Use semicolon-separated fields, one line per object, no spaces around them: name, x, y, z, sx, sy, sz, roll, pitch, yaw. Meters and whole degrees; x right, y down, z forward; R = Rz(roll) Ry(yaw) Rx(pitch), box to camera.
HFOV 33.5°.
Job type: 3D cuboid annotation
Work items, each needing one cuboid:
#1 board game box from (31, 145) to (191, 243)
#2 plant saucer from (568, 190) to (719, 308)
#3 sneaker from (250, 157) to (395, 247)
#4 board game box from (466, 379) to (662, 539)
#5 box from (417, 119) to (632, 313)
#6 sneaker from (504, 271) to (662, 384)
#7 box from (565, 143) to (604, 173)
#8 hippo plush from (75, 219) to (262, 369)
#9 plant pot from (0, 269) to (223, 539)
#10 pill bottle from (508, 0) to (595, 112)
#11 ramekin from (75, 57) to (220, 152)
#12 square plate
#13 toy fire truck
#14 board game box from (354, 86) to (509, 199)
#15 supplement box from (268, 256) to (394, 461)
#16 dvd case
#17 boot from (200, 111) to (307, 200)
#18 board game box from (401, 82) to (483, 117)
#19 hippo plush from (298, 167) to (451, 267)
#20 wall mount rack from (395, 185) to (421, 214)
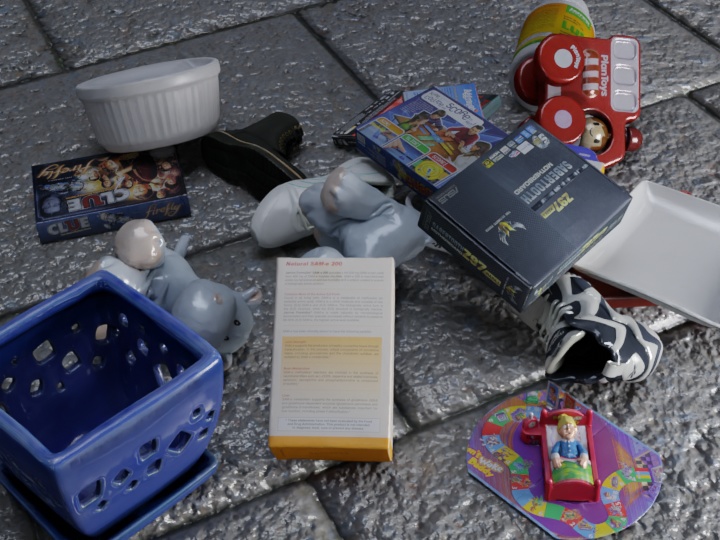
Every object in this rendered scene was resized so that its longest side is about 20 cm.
board game box;-0.334;-0.107;1.595;0.197;0.035;0.136;-12;41;-10
plant saucer;0.322;-0.020;1.446;0.196;0.037;0.201;-3;39;1
sneaker;-0.046;-0.084;1.499;0.199;0.071;0.080;-27;26;-16
board game box;0.204;0.180;1.207;0.157;0.039;0.199;-31;47;-30
box;0.185;-0.066;1.336;0.157;0.051;0.199;42;57;18
sneaker;0.216;0.062;1.292;0.199;0.080;0.129;38;26;28
box;0.216;-0.078;1.444;0.118;0.042;0.201;14;50;22
hippo plush;-0.209;0.054;1.331;0.160;0.200;0.160;33;90;13
plant pot;-0.258;0.150;1.165;0.199;0.182;0.199;31;49;34
pill bottle;0.286;-0.327;1.758;0.109;0.112;0.201;7;41;13
ramekin;-0.284;-0.227;1.649;0.199;0.096;0.203;-10;16;3
square plate;0.371;-0.018;1.390;0.196;0.029;0.200;24;47;30
toy fire truck;0.299;-0.220;1.598;0.165;0.112;0.203;3;80;-10
board game box;0.104;-0.148;1.474;0.134;0.035;0.200;-29;46;-22
supplement box;-0.027;0.091;1.237;0.124;0.074;0.203;1;72;5
dvd case;0.076;-0.208;1.660;0.198;0.022;0.146;8;38;40
boot;-0.104;-0.162;1.620;0.138;0.078;0.199;-29;47;-35
board game box;0.112;-0.176;1.547;0.101;0.020;0.201;-7;41;2
hippo plush;0.000;0.000;1.389;0.198;0.160;0.162;23;65;-2
wall mount rack;0.111;-0.108;1.543;0.173;0.075;0.199;32;51;31
